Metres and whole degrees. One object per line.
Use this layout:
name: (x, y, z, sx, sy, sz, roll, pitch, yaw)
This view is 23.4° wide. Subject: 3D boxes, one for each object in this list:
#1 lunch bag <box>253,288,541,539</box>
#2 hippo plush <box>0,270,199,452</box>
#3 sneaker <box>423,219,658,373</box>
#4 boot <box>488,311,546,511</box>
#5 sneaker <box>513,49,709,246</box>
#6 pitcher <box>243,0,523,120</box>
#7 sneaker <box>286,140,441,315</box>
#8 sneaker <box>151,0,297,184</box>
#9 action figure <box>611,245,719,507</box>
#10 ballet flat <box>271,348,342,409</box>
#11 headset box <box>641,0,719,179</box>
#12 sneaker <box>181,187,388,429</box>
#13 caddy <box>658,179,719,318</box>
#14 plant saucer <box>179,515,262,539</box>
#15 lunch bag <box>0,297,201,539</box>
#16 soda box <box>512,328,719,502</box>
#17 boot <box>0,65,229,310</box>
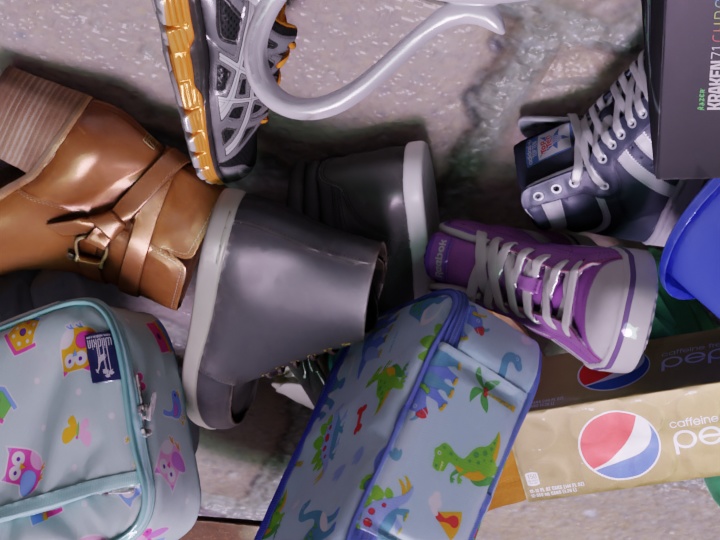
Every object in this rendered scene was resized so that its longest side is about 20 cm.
lunch bag: (0.013, 0.116, 1.004, 0.082, 0.201, 0.161, 32, 159, -16)
hippo plush: (-0.172, 0.078, 1.174, 0.199, 0.160, 0.161, 4, 172, 24)
sneaker: (0.096, 0.011, 1.009, 0.114, 0.073, 0.200, 11, -177, -12)
boot: (0.072, 0.110, 1.173, 0.144, 0.071, 0.201, -33, 139, 0)
sneaker: (0.148, -0.086, 0.979, 0.108, 0.070, 0.201, 5, 142, -3)
pitcher: (0.031, -0.164, 0.844, 0.199, 0.121, 0.173, -3, 103, 13)
sneaker: (0.000, 0.000, 1.096, 0.099, 0.071, 0.201, 1, 134, 9)
sneaker: (-0.071, -0.121, 0.963, 0.077, 0.079, 0.200, -15, 146, -8)
action figure: (0.206, 0.055, 1.124, 0.054, 0.118, 0.200, -11, 129, 35)
ballet flat: (-0.037, 0.043, 1.154, 0.068, 0.068, 0.200, -11, 127, 32)
headset box: (0.177, -0.162, 0.792, 0.092, 0.201, 0.175, 0, 138, 7)
sneaker: (-0.047, 0.043, 1.051, 0.106, 0.075, 0.201, 17, 141, 5)
caddy: (0.254, -0.044, 0.959, 0.200, 0.105, 0.141, -49, 151, 18)
plant saucer: (-0.059, 0.190, 1.181, 0.199, 0.037, 0.200, 6, 172, 1)
lunch bag: (-0.195, 0.113, 1.041, 0.199, 0.161, 0.077, -19, 160, 21)
soda box: (0.191, 0.083, 1.054, 0.199, 0.064, 0.068, -11, 116, 15)
boot: (-0.178, -0.018, 1.069, 0.155, 0.077, 0.201, 27, 119, -6)
